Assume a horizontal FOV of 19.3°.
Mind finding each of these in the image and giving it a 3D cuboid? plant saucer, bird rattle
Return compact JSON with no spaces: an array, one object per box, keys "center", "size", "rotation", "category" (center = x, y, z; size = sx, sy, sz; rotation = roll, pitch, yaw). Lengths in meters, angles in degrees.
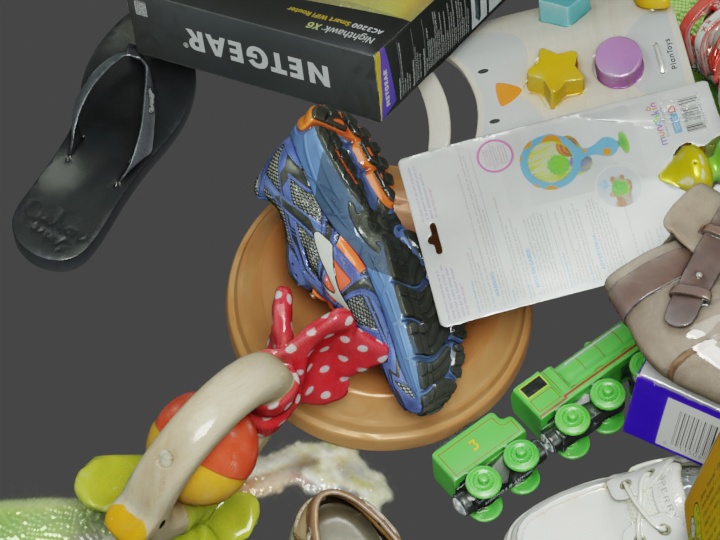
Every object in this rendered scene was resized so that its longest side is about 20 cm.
[{"center":[0.013,0.016,1.350],"size":[0.198,0.038,0.202],"rotation":[1,63,-3],"category":"plant saucer"},{"center":[-0.074,0.100,1.221],"size":[0.200,0.163,0.113],"rotation":[-44,82,13],"category":"bird rattle"}]

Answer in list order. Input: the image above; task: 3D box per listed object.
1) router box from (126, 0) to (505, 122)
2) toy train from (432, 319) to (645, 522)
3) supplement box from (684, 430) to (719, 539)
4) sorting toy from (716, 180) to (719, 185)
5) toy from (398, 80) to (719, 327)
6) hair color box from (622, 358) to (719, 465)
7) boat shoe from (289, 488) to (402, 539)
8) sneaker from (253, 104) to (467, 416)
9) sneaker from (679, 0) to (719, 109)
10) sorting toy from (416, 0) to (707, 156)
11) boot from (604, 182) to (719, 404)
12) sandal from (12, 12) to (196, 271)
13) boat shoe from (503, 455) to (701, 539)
[{"center":[-0.028,-0.181,1.385],"size":[0.199,0.053,0.157],"rotation":[18,45,29],"category":"router box"},{"center":[0.129,0.084,1.320],"size":[0.199,0.042,0.056],"rotation":[-34,58,-18],"category":"toy train"},{"center":[0.248,0.195,1.135],"size":[0.108,0.110,0.201],"rotation":[-1,62,-5],"category":"supplement box"},{"center":[0.324,0.010,1.374],"size":[0.183,0.037,0.201],"rotation":[3,58,-1],"category":"sorting toy"},{"center":[0.134,-0.036,1.302],"size":[0.198,0.047,0.116],"rotation":[-16,66,3],"category":"toy"},{"center":[0.248,0.030,1.287],"size":[0.109,0.065,0.200],"rotation":[23,52,13],"category":"hair color box"},{"center":[0.022,0.211,1.228],"size":[0.075,0.072,0.200],"rotation":[-33,69,-18],"category":"boat shoe"},{"center":[0.000,0.000,1.303],"size":[0.075,0.078,0.201],"rotation":[-6,67,-55],"category":"sneaker"},{"center":[0.242,-0.135,1.369],"size":[0.108,0.201,0.067],"rotation":[41,108,22],"category":"sneaker"},{"center":[0.121,-0.106,1.380],"size":[0.178,0.107,0.201],"rotation":[-9,63,-6],"category":"sorting toy"},{"center":[0.246,0.002,1.225],"size":[0.199,0.070,0.146],"rotation":[-34,63,-25],"category":"boot"},{"center":[-0.163,-0.090,1.392],"size":[0.076,0.043,0.201],"rotation":[18,63,6],"category":"sandal"},{"center":[0.182,0.143,1.273],"size":[0.198,0.069,0.071],"rotation":[-14,66,-9],"category":"boat shoe"}]
